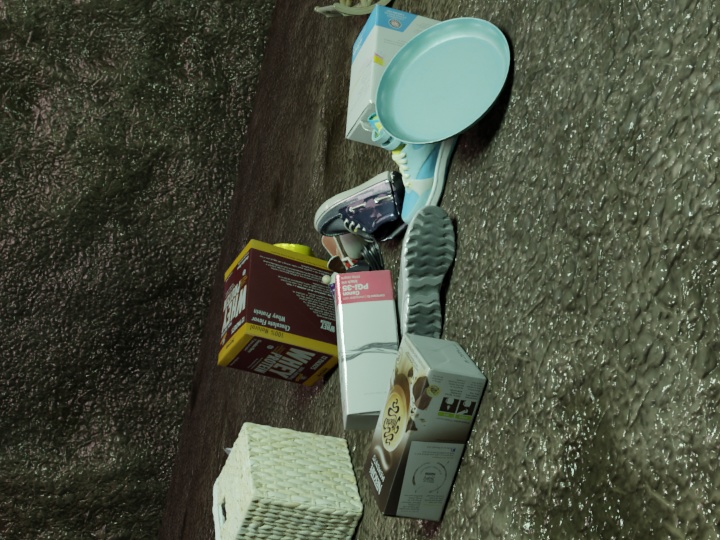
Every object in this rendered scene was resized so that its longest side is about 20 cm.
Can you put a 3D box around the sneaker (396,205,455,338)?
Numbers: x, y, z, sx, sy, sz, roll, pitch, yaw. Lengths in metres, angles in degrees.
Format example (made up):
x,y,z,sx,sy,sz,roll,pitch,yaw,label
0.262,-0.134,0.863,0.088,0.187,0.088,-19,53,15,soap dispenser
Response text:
x,y,z,sx,sy,sz,roll,pitch,yaw,label
0.076,0.008,1.317,0.082,0.075,0.200,-176,97,-72,sneaker

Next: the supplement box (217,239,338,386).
x,y,z,sx,sy,sz,roll,pitch,yaw,label
-0.145,0.081,1.769,0.133,0.197,0.200,-45,37,47,supplement box

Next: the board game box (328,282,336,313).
x,y,z,sx,sy,sz,roll,pitch,yaw,label
-0.011,0.110,1.543,0.200,0.032,0.120,-117,9,-65,board game box

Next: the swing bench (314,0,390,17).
x,y,z,sx,sy,sz,roll,pitch,yaw,label
0.000,-0.600,1.895,0.199,0.129,0.200,-135,52,-70,swing bench

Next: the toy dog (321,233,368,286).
x,y,z,sx,sy,sz,roll,pitch,yaw,label
-0.034,-0.049,1.689,0.132,0.096,0.200,-138,61,-72,toy dog

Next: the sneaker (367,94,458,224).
x,y,z,sx,sy,sz,roll,pitch,yaw,label
0.061,-0.166,1.387,0.080,0.130,0.200,-127,49,-67,sneaker

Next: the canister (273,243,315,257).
x,y,z,sx,sy,sz,roll,pitch,yaw,label
-0.145,0.060,1.964,0.149,0.086,0.200,75,-161,-77,canister

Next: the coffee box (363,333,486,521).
x,y,z,sx,sy,sz,roll,pitch,yaw,label
0.076,0.195,1.189,0.113,0.080,0.200,-126,50,-67,coffee box

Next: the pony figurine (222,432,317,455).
x,y,z,sx,sy,sz,roll,pitch,yaw,label
-0.153,0.397,1.755,0.193,0.166,0.200,-8,65,39,pony figurine

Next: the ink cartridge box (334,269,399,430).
x,y,z,sx,sy,sz,roll,pitch,yaw,label
0.010,0.116,1.345,0.147,0.083,0.200,97,169,-72,ink cartridge box

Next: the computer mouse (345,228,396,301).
x,y,z,sx,sy,sz,roll,pitch,yaw,label
0.000,0.000,1.530,0.200,0.046,0.141,-148,40,-72,computer mouse

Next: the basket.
x,y,z,sx,sy,sz,roll,pitch,yaw,label
-0.121,0.369,1.530,0.198,0.200,0.161,-110,36,-59,basket

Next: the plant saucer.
x,y,z,sx,sy,sz,roll,pitch,yaw,label
0.112,-0.250,1.282,0.200,0.027,0.200,-17,55,26,plant saucer

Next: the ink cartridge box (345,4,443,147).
x,y,z,sx,sy,sz,roll,pitch,yaw,label
0.057,-0.281,1.478,0.125,0.128,0.200,136,143,-63,ink cartridge box

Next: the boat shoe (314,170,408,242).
x,y,z,sx,sy,sz,roll,pitch,yaw,label
0.000,-0.080,1.550,0.200,0.075,0.093,-30,50,38,boat shoe
